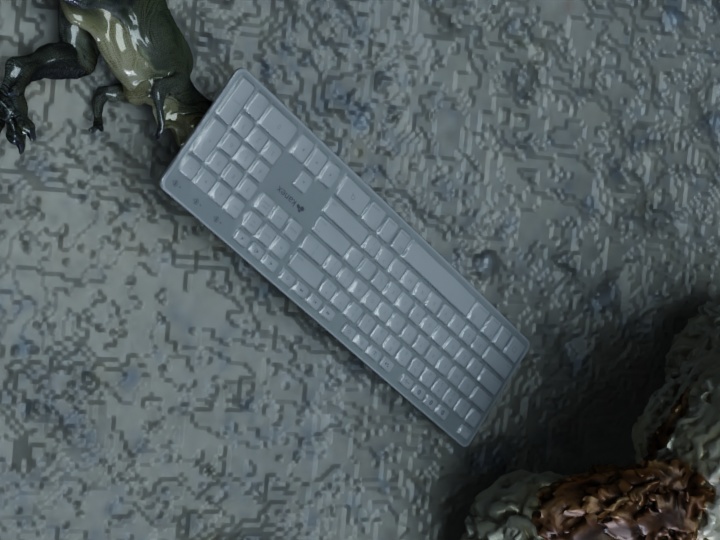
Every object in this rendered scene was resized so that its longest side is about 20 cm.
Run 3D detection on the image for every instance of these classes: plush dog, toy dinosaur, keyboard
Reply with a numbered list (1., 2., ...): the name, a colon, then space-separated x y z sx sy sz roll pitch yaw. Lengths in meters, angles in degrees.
1. plush dog: 0.153 0.090 0.681 0.200 0.172 0.160 -38 67 -14
2. toy dinosaur: -0.107 -0.100 0.635 0.088 0.047 0.200 -38 116 -33
3. keyboard: 0.000 0.000 0.693 0.200 0.011 0.056 42 80 -35
